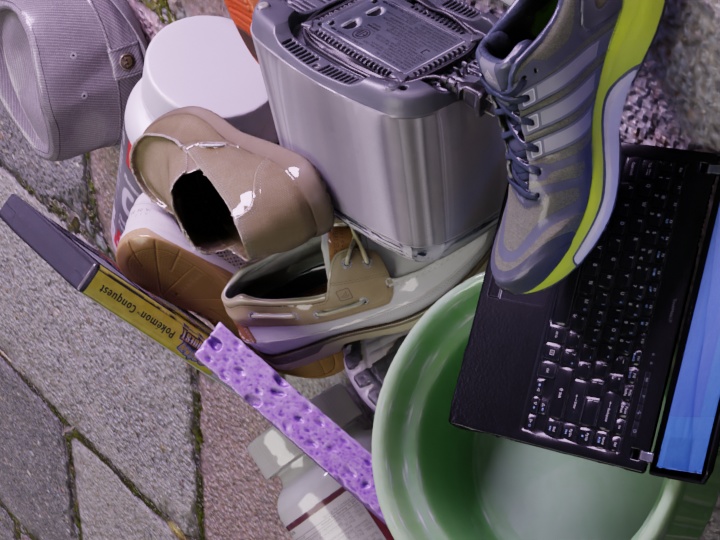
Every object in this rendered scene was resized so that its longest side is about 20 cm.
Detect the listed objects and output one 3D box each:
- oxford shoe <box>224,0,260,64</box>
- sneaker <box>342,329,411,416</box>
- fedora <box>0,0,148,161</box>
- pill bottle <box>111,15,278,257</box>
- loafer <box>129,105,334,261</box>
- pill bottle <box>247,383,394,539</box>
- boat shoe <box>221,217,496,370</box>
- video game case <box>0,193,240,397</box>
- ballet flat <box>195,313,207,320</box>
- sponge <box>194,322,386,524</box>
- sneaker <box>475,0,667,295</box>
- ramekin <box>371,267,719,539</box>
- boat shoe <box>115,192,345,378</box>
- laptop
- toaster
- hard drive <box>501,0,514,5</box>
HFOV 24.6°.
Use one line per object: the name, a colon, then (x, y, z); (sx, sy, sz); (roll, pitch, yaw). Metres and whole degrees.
oxford shoe: (-0.066, -0.231, 1.045); (0.071, 0.073, 0.201); (39, 152, 54)
sneaker: (0.024, 0.049, 1.139); (0.201, 0.074, 0.085); (-111, 0, -49)
fedora: (-0.244, -0.161, 1.350); (0.176, 0.090, 0.201); (29, 138, 41)
pill bottle: (-0.121, -0.083, 1.216); (0.114, 0.114, 0.201); (46, 147, 20)
loafer: (-0.098, -0.055, 1.056); (0.199, 0.067, 0.076); (16, 130, 52)
pill bottle: (0.004, 0.195, 1.281); (0.201, 0.109, 0.110); (55, 149, 7)
boat shoe: (0.000, 0.000, 1.065); (0.199, 0.075, 0.068); (-29, 131, 22)
video game case: (-0.168, 0.022, 1.233); (0.180, 0.026, 0.200); (37, 177, -33)
ballet flat: (-0.125, -0.004, 1.340); (0.201, 0.069, 0.069); (57, 149, 4)
sponge: (-0.023, 0.114, 1.086); (0.200, 0.030, 0.112); (40, 174, 6)
sneaker: (0.093, -0.086, 0.862); (0.074, 0.080, 0.201); (30, 111, 60)
ramekin: (0.115, 0.103, 0.965); (0.199, 0.098, 0.202); (-9, 72, 31)
boat shoe: (-0.083, 0.007, 1.182); (0.071, 0.070, 0.200); (-31, 126, 34)
laptop: (0.128, 0.009, 0.857); (0.199, 0.103, 0.179); (11, 83, 35)
toaster: (0.024, -0.095, 0.998); (0.200, 0.113, 0.130); (34, 145, 39)
hard drive: (0.023, -0.220, 0.920); (0.200, 0.027, 0.132); (37, 172, 32)
